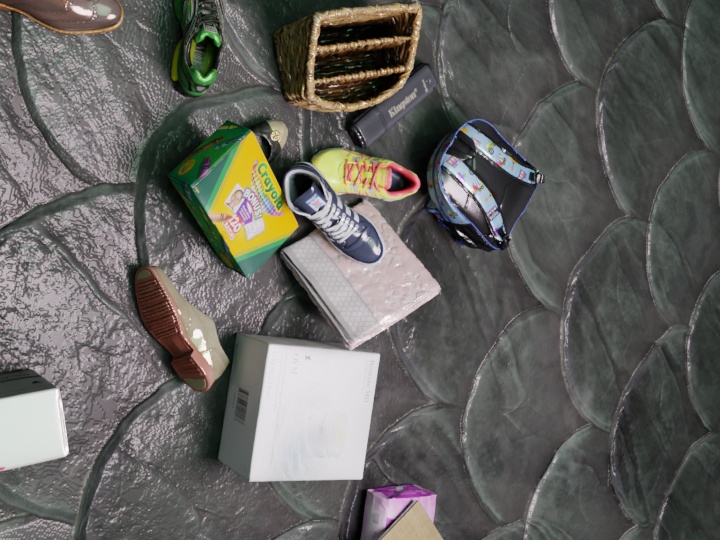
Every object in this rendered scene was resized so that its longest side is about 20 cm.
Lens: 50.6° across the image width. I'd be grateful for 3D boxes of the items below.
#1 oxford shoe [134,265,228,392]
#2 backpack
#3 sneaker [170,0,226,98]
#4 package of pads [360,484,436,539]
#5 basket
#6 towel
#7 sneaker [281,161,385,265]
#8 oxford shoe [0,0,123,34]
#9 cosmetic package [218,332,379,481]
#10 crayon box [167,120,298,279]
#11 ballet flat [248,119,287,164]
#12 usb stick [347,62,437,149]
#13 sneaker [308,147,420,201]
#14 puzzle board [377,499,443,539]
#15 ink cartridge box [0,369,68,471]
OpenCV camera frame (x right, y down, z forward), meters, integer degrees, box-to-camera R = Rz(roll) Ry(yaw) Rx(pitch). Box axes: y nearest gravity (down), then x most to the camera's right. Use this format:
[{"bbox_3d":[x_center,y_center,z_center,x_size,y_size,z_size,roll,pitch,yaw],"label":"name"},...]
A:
[{"bbox_3d":[-0.258,0.075,1.106,0.074,0.070,0.201,-44,117,-50],"label":"oxford shoe"},{"bbox_3d":[0.193,-0.154,1.321,0.200,0.134,0.183,39,74,-29],"label":"backpack"},{"bbox_3d":[-0.217,-0.349,1.078,0.078,0.085,0.202,1,92,-32],"label":"sneaker"},{"bbox_3d":[0.059,0.477,1.319,0.120,0.075,0.202,7,90,-35],"label":"package of pads"},{"bbox_3d":[-0.011,-0.320,1.173,0.199,0.149,0.144,-16,102,-31],"label":"basket"},{"bbox_3d":[0.000,0.000,1.209,0.190,0.032,0.200,-31,74,-27],"label":"towel"},{"bbox_3d":[-0.043,-0.081,1.141,0.070,0.109,0.200,-43,92,8],"label":"sneaker"},{"bbox_3d":[-0.397,-0.350,0.970,0.199,0.073,0.072,4,91,-33],"label":"oxford shoe"},{"bbox_3d":[-0.092,0.211,1.177,0.199,0.123,0.201,8,89,-34],"label":"cosmetic package"},{"bbox_3d":[-0.176,-0.098,1.092,0.119,0.058,0.200,-48,143,-20],"label":"crayon box"},{"bbox_3d":[-0.180,-0.158,1.131,0.200,0.057,0.067,-42,112,-23],"label":"ballet flat"},{"bbox_3d":[0.057,-0.279,1.286,0.200,0.033,0.056,-44,116,-23],"label":"usb stick"},{"bbox_3d":[0.011,-0.156,1.233,0.199,0.090,0.079,3,94,-31],"label":"sneaker"},{"bbox_3d":[0.088,0.509,1.287,0.151,0.017,0.201,-39,113,-22],"label":"puzzle board"},{"bbox_3d":[-0.445,0.179,0.906,0.146,0.200,0.083,-8,94,-31],"label":"ink cartridge box"}]
